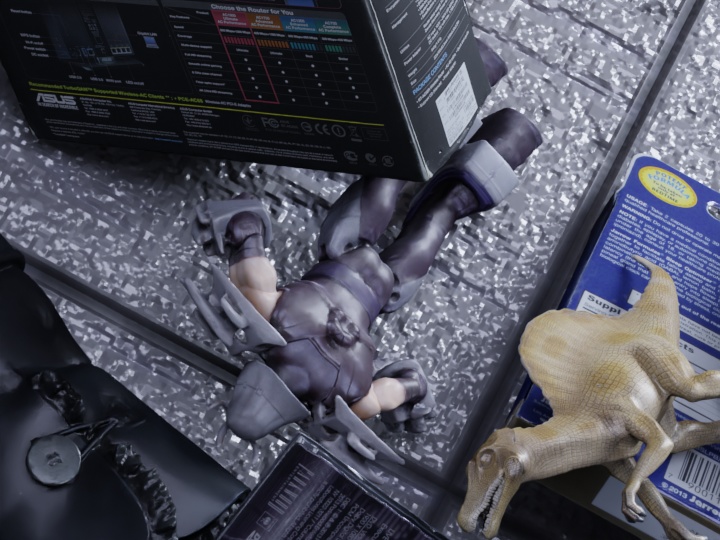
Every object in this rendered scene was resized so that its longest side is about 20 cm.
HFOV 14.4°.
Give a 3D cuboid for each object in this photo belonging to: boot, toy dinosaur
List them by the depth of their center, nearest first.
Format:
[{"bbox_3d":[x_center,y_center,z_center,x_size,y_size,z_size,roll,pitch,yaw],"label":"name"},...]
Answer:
[{"bbox_3d":[-0.157,0.091,1.076,0.200,0.076,0.168,-35,74,-30],"label":"boot"},{"bbox_3d":[0.110,0.043,1.076,0.101,0.058,0.200,34,39,9],"label":"toy dinosaur"}]

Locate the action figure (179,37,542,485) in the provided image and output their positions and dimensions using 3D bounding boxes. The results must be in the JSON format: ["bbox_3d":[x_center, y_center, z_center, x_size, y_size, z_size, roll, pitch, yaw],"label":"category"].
[{"bbox_3d":[0.000,0.000,1.145,0.130,0.069,0.200,52,58,-27],"label":"action figure"}]

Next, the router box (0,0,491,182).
[{"bbox_3d":[-0.062,-0.118,1.104,0.200,0.150,0.062,8,46,32],"label":"router box"}]

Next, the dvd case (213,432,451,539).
[{"bbox_3d":[0.014,0.173,1.046,0.200,0.016,0.149,36,103,-5],"label":"dvd case"}]

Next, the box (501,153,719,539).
[{"bbox_3d":[0.137,0.038,1.167,0.121,0.032,0.200,29,40,1],"label":"box"}]
